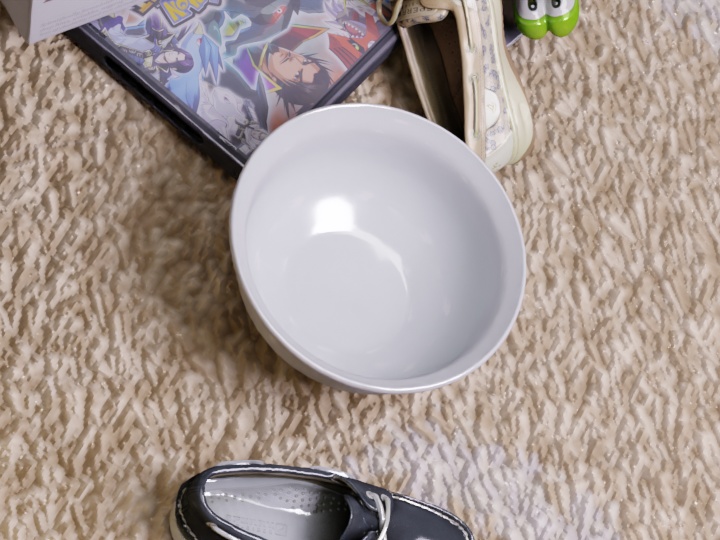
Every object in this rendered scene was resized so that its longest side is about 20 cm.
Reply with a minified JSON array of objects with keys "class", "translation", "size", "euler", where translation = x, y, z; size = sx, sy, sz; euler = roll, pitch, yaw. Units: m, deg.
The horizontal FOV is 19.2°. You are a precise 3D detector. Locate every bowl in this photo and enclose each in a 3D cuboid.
[{"class":"bowl","translation":[0.000,0.000,1.382],"size":[0.200,0.090,0.202],"euler":[8,63,-16]}]

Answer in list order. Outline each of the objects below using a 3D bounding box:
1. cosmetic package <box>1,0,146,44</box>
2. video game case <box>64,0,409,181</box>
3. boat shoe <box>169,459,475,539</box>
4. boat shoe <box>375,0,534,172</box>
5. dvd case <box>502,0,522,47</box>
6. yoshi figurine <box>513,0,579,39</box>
[{"class":"cosmetic package","translation":[-0.222,-0.258,1.426],"size":[0.101,0.074,0.201],"euler":[-23,69,-21]},{"class":"video game case","translation":[-0.079,-0.177,1.470],"size":[0.181,0.026,0.200],"euler":[40,61,6]},{"class":"boat shoe","translation":[-0.016,0.161,1.315],"size":[0.199,0.060,0.076],"euler":[6,63,-17]},{"class":"boat shoe","translation":[0.059,-0.159,1.456],"size":[0.063,0.073,0.201],"euler":[-29,100,-35]},{"class":"dvd case","translation":[0.089,-0.243,1.575],"size":[0.149,0.016,0.200],"euler":[46,59,6]},{"class":"yoshi figurine","translation":[0.126,-0.268,1.511],"size":[0.112,0.112,0.201],"euler":[9,70,-43]}]
